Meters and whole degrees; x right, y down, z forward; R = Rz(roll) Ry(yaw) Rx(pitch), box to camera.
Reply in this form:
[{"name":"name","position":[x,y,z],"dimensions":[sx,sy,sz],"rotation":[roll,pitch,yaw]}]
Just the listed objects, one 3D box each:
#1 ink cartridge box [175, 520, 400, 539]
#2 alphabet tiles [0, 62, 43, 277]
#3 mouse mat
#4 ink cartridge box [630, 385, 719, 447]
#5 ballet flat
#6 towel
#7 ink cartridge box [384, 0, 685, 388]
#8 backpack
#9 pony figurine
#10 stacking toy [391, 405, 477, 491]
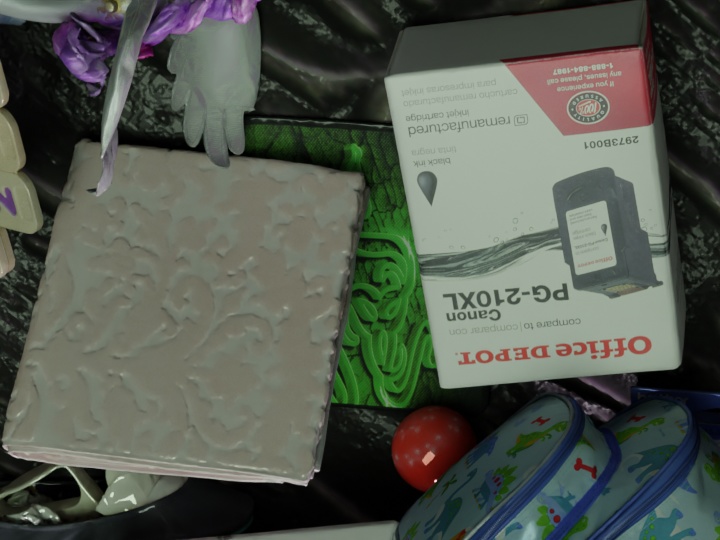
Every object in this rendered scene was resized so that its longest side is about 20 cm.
[{"name":"ink cartridge box","position":[-0.051,0.217,1.376],"dimensions":[0.199,0.146,0.085],"rotation":[-6,72,18]},{"name":"alphabet tiles","position":[-0.263,-0.092,1.297],"dimensions":[0.195,0.015,0.200],"rotation":[13,125,41]},{"name":"mouse mat","position":[0.000,0.000,1.335],"dimensions":[0.160,0.008,0.200],"rotation":[4,119,11]},{"name":"ink cartridge box","position":[0.225,0.154,1.343],"dimensions":[0.119,0.042,0.200],"rotation":[3,120,14]},{"name":"ballet flat","position":[-0.169,0.152,1.421],"dimensions":[0.199,0.073,0.073],"rotation":[-10,115,20]},{"name":"towel","position":[-0.101,0.024,1.278],"dimensions":[0.190,0.201,0.032],"rotation":[6,159,12]},{"name":"ink cartridge box","position":[0.104,-0.041,1.239],"dimensions":[0.144,0.084,0.200],"rotation":[-6,116,12]},{"name":"backpack","position":[0.123,0.156,1.239],"dimensions":[0.200,0.183,0.147],"rotation":[-39,99,3]},{"name":"pony figurine","position":[-0.125,-0.156,1.215],"dimensions":[0.200,0.166,0.194],"rotation":[24,114,18]},{"name":"stacking toy","position":[0.083,0.173,1.366],"dimensions":[0.085,0.085,0.200],"rotation":[-28,105,25]}]
